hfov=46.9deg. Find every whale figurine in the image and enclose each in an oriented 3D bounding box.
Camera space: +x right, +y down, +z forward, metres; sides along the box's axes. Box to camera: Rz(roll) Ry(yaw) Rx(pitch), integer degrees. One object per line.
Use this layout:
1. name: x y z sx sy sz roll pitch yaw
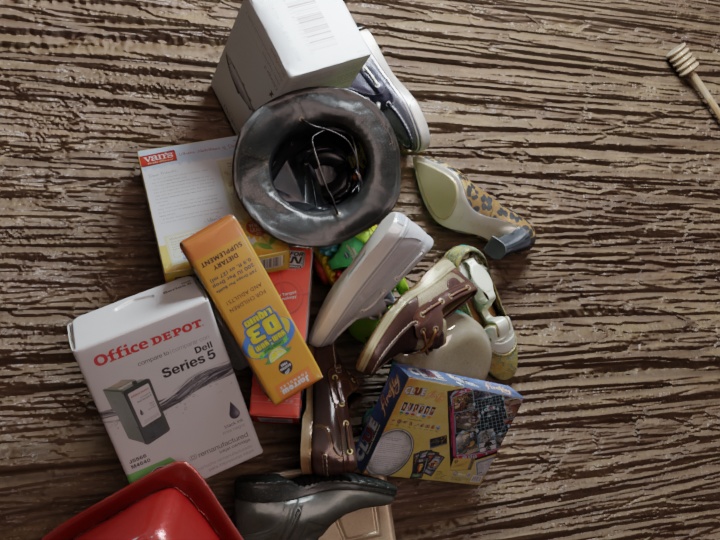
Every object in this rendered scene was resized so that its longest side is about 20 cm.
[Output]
1. whale figurine: 0.076 0.135 1.080 0.200 0.104 0.159 -48 130 -4

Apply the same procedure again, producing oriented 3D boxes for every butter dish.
1. butter dish: -0.215 0.331 0.827 0.200 0.148 0.200 -30 100 5

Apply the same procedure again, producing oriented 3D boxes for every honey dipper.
1. honey dipper: 0.604 -0.304 1.450 0.038 0.038 0.200 -42 100 -26

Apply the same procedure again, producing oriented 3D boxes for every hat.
1. hat: -0.055 -0.116 0.970 0.200 0.081 0.201 2 83 -16

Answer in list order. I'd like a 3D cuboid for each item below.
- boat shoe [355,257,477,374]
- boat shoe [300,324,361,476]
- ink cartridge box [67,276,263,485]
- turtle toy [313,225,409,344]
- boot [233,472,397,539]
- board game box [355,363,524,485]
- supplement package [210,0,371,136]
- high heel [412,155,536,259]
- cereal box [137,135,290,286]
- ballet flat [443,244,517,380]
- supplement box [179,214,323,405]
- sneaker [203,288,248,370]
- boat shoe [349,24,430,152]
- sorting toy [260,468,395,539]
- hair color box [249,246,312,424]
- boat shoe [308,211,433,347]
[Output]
1. boat shoe: 0.073 0.063 0.986 0.072 0.072 0.200 38 49 12
2. boat shoe: -0.033 0.154 1.003 0.070 0.070 0.201 -4 54 4
3. ink cartridge box: -0.209 0.128 0.898 0.145 0.084 0.201 -22 114 -14
4. turtle toy: 0.000 0.000 1.059 0.101 0.146 0.200 -28 88 -5
5. boot: -0.057 0.303 0.959 0.199 0.068 0.131 3 87 -18
6. board game box: 0.099 0.196 1.036 0.200 0.035 0.136 16 104 -36
7. supplement package: -0.093 -0.249 1.032 0.117 0.200 0.117 -24 82 -28
8. high heel: 0.166 -0.097 1.206 0.200 0.071 0.142 49 30 15
9. cereal box: -0.177 -0.074 0.985 0.143 0.040 0.200 -11 53 -14
10. ballet flat: 0.174 0.057 1.151 0.071 0.071 0.201 -21 86 -26
11. supplement box: -0.117 0.042 0.892 0.066 0.069 0.200 -31 103 -12
12. sneaker: -0.152 0.014 1.017 0.114 0.073 0.201 -23 87 -30
13. boat shoe: 0.010 -0.237 1.156 0.093 0.075 0.200 -30 82 -20
14. sorting toy: -0.044 0.337 1.006 0.184 0.036 0.201 -4 83 -24
15. hair color box: -0.094 0.080 1.003 0.061 0.102 0.201 3 75 -3
16. boat shoe: 0.011 0.023 0.970 0.068 0.072 0.200 31 110 -12
